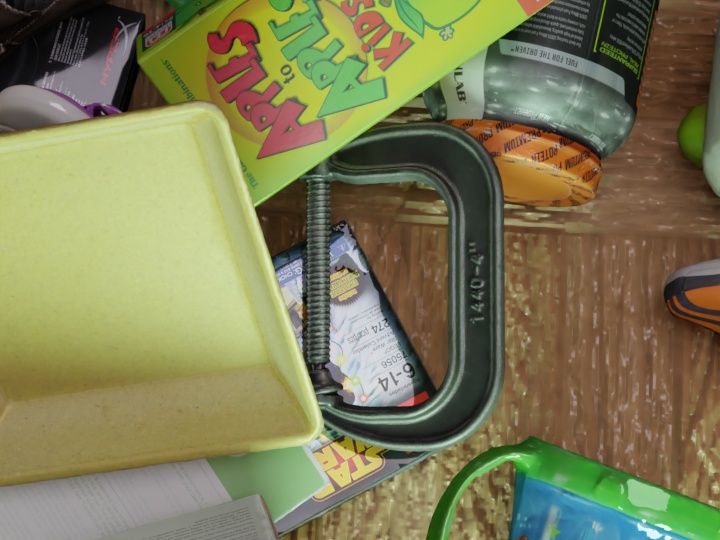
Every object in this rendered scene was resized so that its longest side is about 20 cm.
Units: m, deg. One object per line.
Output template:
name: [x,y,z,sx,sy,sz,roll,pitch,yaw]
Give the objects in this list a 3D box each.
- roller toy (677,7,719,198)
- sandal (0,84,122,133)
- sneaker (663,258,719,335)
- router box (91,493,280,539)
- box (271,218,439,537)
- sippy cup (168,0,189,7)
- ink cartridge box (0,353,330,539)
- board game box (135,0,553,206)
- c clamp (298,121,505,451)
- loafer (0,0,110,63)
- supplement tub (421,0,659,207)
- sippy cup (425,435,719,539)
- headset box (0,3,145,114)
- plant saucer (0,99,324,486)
roller toy: [0.284,-0.101,1.452,0.198,0.183,0.141,9,77,-3]
sandal: [-0.123,-0.054,1.383,0.082,0.203,0.050,10,69,30]
sneaker: [0.261,0.059,1.473,0.198,0.078,0.113,9,77,-3]
router box: [-0.127,0.216,1.361,0.199,0.180,0.049,-15,41,-8]
box: [-0.064,0.079,1.458,0.199,0.040,0.138,-28,84,-10]
sippy cup: [-0.065,-0.218,1.462,0.139,0.130,0.178,-40,84,-12]
ink cartridge box: [-0.127,0.107,1.395,0.199,0.048,0.146,-36,82,9]
board game box: [-0.007,-0.132,1.388,0.199,0.048,0.102,-34,111,8]
c clamp: [0.000,0.000,1.429,0.170,0.027,0.202,-8,80,19]
loafer: [-0.198,-0.146,1.387,0.199,0.071,0.073,-32,83,0]
supplement tub: [0.103,-0.144,1.475,0.122,0.123,0.201,14,77,-2]
sippy cup: [0.128,0.172,1.419,0.177,0.140,0.131,21,88,25]
headset box: [-0.231,-0.089,1.457,0.198,0.077,0.150,14,78,-1]
plant saucer: [-0.132,0.005,1.313,0.198,0.049,0.201,-8,123,13]
